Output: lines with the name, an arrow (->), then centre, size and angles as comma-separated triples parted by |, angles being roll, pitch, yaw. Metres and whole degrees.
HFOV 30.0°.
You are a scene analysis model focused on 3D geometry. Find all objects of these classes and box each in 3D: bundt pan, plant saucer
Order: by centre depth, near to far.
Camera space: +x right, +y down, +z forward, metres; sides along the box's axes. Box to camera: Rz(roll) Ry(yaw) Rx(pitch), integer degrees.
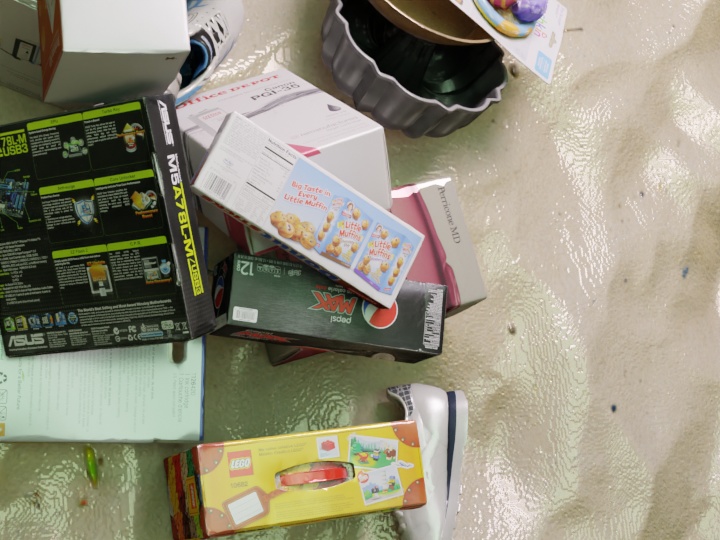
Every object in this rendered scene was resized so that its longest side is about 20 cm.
plant saucer -> 0.060, -0.290, 1.333 | 0.198, 0.035, 0.202 | 20, 45, -21
bundt pan -> 0.044, -0.211, 1.338 | 0.200, 0.076, 0.203 | 20, 45, -22

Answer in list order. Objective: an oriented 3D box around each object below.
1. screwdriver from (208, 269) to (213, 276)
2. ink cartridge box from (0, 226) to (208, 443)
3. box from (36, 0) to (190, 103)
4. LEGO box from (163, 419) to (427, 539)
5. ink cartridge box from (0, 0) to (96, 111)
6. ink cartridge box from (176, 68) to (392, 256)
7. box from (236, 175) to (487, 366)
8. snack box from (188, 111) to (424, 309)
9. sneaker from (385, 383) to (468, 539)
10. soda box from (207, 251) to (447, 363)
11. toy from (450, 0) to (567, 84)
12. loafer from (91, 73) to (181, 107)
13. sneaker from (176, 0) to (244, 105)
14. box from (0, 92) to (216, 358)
screwdriver -> -0.202, -0.017, 1.258 | 0.198, 0.028, 0.029 | 27, 100, -14
ink cartridge box -> -0.239, 0.055, 1.204 | 0.198, 0.047, 0.200 | 4, 82, -19
box -> -0.198, -0.244, 1.038 | 0.096, 0.124, 0.203 | -3, 80, -20
LEGO box -> -0.062, 0.188, 1.195 | 0.198, 0.149, 0.078 | -4, 79, -21
ink cartridge box -> -0.265, -0.253, 1.191 | 0.143, 0.200, 0.149 | 21, 71, -15
ink cartridge box -> -0.084, -0.104, 1.220 | 0.145, 0.200, 0.084 | -21, 122, -23
box -> 0.000, 0.000, 1.282 | 0.198, 0.109, 0.129 | -15, 84, -22
snack box -> -0.042, -0.047, 1.108 | 0.199, 0.024, 0.072 | 32, 75, -21
sneaker -> 0.054, 0.209, 1.284 | 0.079, 0.076, 0.202 | 8, 71, -7
soda box -> -0.028, 0.035, 1.167 | 0.198, 0.071, 0.064 | 10, 76, -19
toy -> 0.135, -0.287, 1.309 | 0.199, 0.047, 0.116 | 34, 52, -19
loafer -> -0.212, -0.121, 1.185 | 0.069, 0.200, 0.071 | 19, 54, -12
sneaker -> -0.154, -0.209, 1.264 | 0.200, 0.072, 0.072 | -56, 130, -47
box -> -0.224, -0.033, 1.092 | 0.047, 0.198, 0.196 | -20, 101, -62
